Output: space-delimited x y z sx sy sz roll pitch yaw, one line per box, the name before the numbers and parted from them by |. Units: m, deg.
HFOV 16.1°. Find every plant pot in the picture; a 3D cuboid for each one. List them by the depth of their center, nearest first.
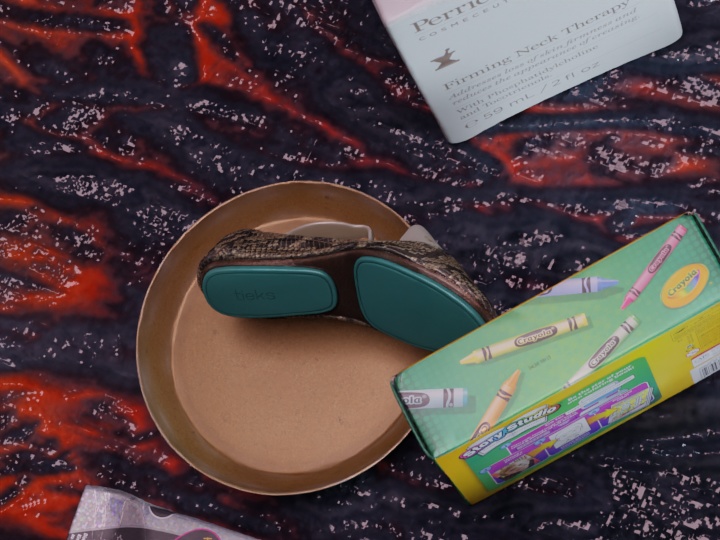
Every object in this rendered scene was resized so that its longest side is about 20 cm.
plant pot | -0.040 0.043 1.570 0.199 0.027 0.201 -4 70 12

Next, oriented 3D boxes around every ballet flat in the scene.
ballet flat | 0.000 0.000 1.525 0.199 0.068 0.075 7 40 23

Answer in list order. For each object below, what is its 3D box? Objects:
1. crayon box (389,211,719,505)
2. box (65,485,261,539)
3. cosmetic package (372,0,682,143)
crayon box | 0.125 0.054 1.476 0.199 0.119 0.058 -29 68 3
box | -0.097 0.215 1.433 0.114 0.200 0.133 16 76 16
cosmetic package | 0.078 -0.210 1.532 0.167 0.200 0.167 -25 68 5
